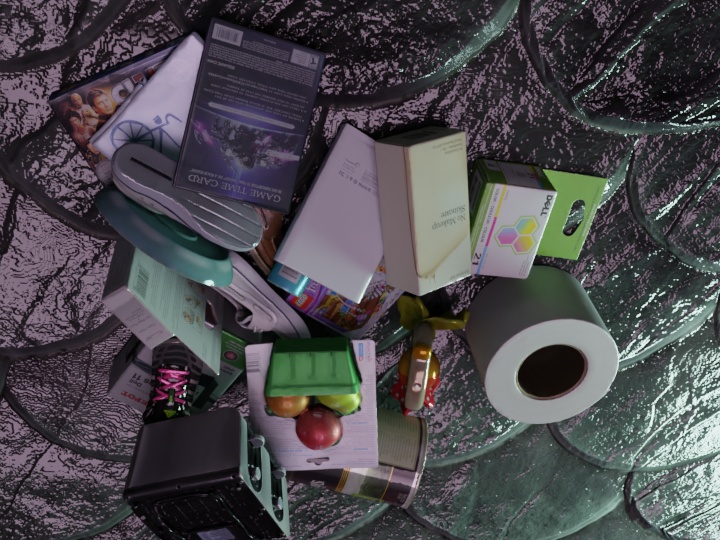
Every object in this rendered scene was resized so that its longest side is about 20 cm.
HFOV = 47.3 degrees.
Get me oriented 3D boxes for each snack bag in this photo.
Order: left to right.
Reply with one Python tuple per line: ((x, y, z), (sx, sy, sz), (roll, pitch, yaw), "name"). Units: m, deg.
((-0.200, -0.168, 1.015), (0.189, 0.021, 0.200), (39, 108, -21), "snack bag")

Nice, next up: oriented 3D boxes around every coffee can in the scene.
((-0.009, 0.280, 1.298), (0.200, 0.146, 0.147), (15, 121, -5), "coffee can")

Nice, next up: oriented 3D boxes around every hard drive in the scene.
((-0.013, -0.074, 1.093), (0.132, 0.025, 0.200), (29, 84, -24), "hard drive")

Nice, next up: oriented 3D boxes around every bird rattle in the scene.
((0.082, 0.140, 1.237), (0.112, 0.163, 0.200), (18, 112, 3), "bird rattle")

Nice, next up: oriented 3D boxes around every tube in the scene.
((-0.055, -0.061, 1.112), (0.077, 0.050, 0.200), (31, 88, -31), "tube")

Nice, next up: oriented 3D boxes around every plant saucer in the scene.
((-0.239, -0.050, 1.038), (0.200, 0.200, 0.027), (32, 102, -25), "plant saucer")

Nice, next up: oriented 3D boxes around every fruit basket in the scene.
((-0.068, 0.194, 1.186), (0.185, 0.094, 0.200), (-2, 111, 0), "fruit basket")

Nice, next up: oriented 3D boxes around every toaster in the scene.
((-0.210, 0.294, 1.118), (0.200, 0.119, 0.181), (-14, 133, 11), "toaster")

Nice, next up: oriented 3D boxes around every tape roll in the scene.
((0.269, 0.112, 1.246), (0.202, 0.139, 0.203), (-4, 124, -6), "tape roll")

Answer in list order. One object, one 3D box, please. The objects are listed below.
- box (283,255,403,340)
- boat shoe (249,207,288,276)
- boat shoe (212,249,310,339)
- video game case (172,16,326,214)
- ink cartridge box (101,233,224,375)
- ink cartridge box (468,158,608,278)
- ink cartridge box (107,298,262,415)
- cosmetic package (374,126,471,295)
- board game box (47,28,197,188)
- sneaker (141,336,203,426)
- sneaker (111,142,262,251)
((0.000, 0.000, 1.195), (0.137, 0.039, 0.200), (31, 115, -24), "box")
((-0.129, -0.073, 1.110), (0.068, 0.072, 0.200), (-21, 124, 8), "boat shoe")
((-0.152, 0.054, 1.181), (0.200, 0.074, 0.065), (48, 69, -27), "boat shoe")
((-0.131, -0.180, 0.977), (0.143, 0.019, 0.200), (13, 94, -21), "video game case")
((-0.253, 0.030, 1.084), (0.045, 0.200, 0.176), (-30, 122, 13), "ink cartridge box")
((0.246, -0.067, 1.161), (0.200, 0.076, 0.148), (6, 123, -10), "ink cartridge box")
((-0.260, 0.128, 1.219), (0.146, 0.083, 0.200), (30, 116, -24), "ink cartridge box")
((0.085, -0.080, 1.085), (0.103, 0.073, 0.200), (-21, 115, -33), "cosmetic package")
((-0.265, -0.198, 1.030), (0.200, 0.035, 0.136), (-22, 123, 7), "board game box")
((-0.262, 0.172, 1.144), (0.074, 0.088, 0.200), (9, 123, -13), "sneaker")
((-0.211, -0.088, 1.006), (0.200, 0.071, 0.073), (34, 71, -15), "sneaker")
